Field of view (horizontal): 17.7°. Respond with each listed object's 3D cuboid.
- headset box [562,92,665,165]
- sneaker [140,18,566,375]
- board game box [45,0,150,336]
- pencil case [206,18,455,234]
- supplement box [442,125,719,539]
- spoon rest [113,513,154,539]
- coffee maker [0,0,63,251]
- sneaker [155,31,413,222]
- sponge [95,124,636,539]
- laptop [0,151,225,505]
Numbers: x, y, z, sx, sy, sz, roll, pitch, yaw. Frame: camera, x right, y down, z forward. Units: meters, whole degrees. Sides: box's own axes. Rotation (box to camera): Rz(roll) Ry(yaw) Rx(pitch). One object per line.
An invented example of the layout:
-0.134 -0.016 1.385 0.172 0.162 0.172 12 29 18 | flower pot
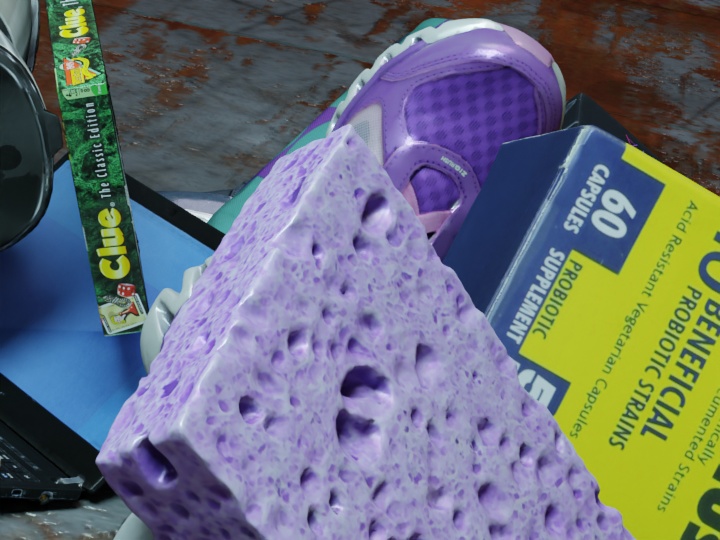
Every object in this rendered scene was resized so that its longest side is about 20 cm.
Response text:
0.114 0.038 0.908 0.174 0.093 0.200 43 17 -6 | headset box
0.000 0.000 0.822 0.080 0.200 0.089 39 17 -17 | sneaker
-0.110 -0.066 0.939 0.023 0.105 0.200 -13 28 -4 | board game box
0.003 -0.028 1.040 0.092 0.085 0.200 48 64 -2 | pencil case
0.118 0.049 0.754 0.199 0.109 0.110 29 -5 -9 | supplement box
-0.037 0.123 0.728 0.099 0.061 0.200 3 19 -24 | spoon rest
-0.222 -0.068 0.962 0.192 0.135 0.200 -31 26 7 | coffee maker
-0.018 -0.051 1.129 0.201 0.147 0.077 11 -22 -18 | sneaker
0.026 0.077 0.542 0.030 0.200 0.112 -22 25 34 | sponge
-0.164 0.011 0.922 0.199 0.104 0.177 8 15 -41 | laptop
